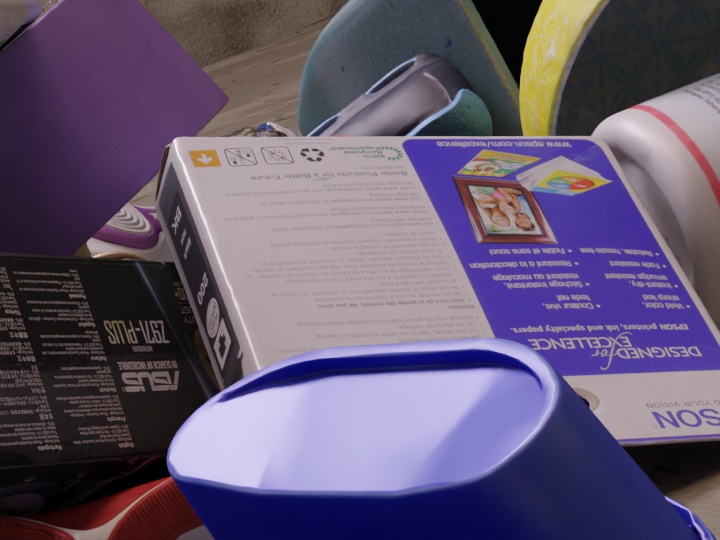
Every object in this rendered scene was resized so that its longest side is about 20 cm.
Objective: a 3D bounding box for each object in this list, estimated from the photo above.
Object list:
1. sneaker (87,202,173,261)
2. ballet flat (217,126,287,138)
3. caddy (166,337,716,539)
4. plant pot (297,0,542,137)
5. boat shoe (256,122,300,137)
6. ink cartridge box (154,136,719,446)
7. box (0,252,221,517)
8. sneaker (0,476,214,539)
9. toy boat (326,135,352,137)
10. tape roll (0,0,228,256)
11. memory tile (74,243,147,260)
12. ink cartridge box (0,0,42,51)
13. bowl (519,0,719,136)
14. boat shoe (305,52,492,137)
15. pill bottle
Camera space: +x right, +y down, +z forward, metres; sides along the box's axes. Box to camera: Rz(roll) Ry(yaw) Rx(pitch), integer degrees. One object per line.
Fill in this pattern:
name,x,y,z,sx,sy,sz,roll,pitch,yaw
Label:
sneaker,-0.148,0.003,1.341,0.200,0.100,0.075,5,32,-51
ballet flat,-0.016,0.009,0.946,0.072,0.072,0.200,-21,54,-13
caddy,0.008,0.101,0.612,0.200,0.105,0.141,-6,41,50
plant pot,0.081,-0.089,1.238,0.196,0.196,0.200,-29,1,-42
boat shoe,-0.020,-0.030,1.362,0.072,0.072,0.200,-58,27,21
ink cartridge box,0.037,0.017,0.868,0.198,0.043,0.200,-1,37,-19
box,-0.155,0.063,0.881,0.164,0.086,0.200,-26,-15,28
sneaker,-0.085,0.116,0.838,0.200,0.078,0.116,-14,-5,21
toy boat,0.000,0.000,1.051,0.200,0.131,0.131,-22,11,-17
tape roll,-0.160,-0.041,1.021,0.200,0.085,0.200,-42,7,6
memory tile,-0.228,0.013,1.245,0.200,0.017,0.153,25,-56,-40
ink cartridge box,-0.222,-0.053,0.925,0.200,0.047,0.198,-41,10,2
bowl,0.153,-0.106,1.082,0.200,0.200,0.108,-22,36,-16
boat shoe,-0.019,-0.033,1.134,0.200,0.084,0.069,-33,46,11
pill bottle,0.211,-0.051,1.008,0.200,0.109,0.109,-22,11,-18
